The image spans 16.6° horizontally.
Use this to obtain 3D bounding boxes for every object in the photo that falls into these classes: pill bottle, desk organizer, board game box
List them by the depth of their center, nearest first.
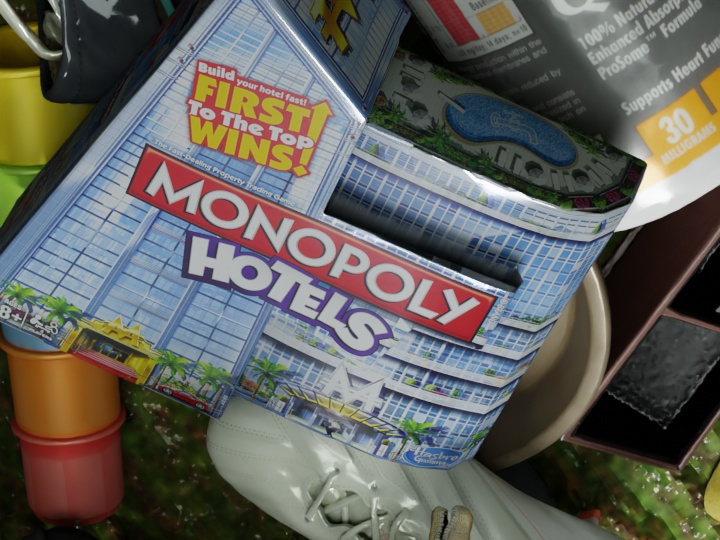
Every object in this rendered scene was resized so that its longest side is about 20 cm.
[{"bbox_3d":[-0.015,-0.028,0.844,0.199,0.062,0.200,24,135,-3],"label":"board game box"},{"bbox_3d":[0.068,-0.122,0.893,0.116,0.116,0.200,-33,109,11],"label":"pill bottle"},{"bbox_3d":[0.155,-0.008,0.959,0.072,0.077,0.200,31,108,-12],"label":"desk organizer"}]

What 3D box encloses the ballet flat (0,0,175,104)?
[{"bbox_3d":[-0.125,-0.151,0.882,0.073,0.073,0.201,-20,96,7],"label":"ballet flat"}]

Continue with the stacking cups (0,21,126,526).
[{"bbox_3d":[-0.117,0.006,0.970,0.060,0.061,0.201,-5,112,1],"label":"stacking cups"}]

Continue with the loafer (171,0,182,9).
[{"bbox_3d":[-0.048,-0.111,0.916,0.069,0.075,0.201,-22,110,3],"label":"loafer"}]

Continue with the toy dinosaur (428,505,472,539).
[{"bbox_3d":[-0.005,0.179,0.913,0.101,0.058,0.201,15,113,21],"label":"toy dinosaur"}]

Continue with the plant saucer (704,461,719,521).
[{"bbox_3d":[0.273,0.066,1.007,0.199,0.048,0.200,24,110,-10],"label":"plant saucer"}]

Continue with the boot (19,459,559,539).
[{"bbox_3d":[-0.015,0.128,0.993,0.200,0.066,0.165,-32,96,-7],"label":"boot"}]

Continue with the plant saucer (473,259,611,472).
[{"bbox_3d":[0.000,0.000,0.931,0.199,0.030,0.201,12,134,12],"label":"plant saucer"}]

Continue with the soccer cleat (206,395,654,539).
[{"bbox_3d":[0.030,0.106,0.938,0.199,0.078,0.069,25,135,-3],"label":"soccer cleat"}]
